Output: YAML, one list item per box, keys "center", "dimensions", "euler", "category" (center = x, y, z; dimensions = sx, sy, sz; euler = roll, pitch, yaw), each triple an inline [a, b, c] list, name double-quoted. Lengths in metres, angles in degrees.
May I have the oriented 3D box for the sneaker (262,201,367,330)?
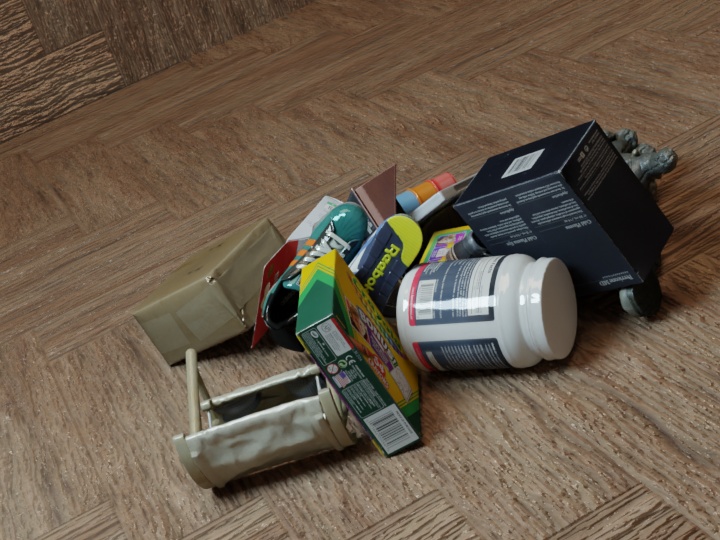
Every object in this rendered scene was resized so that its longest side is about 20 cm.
- center: [-0.058, 0.001, 1.663]
  dimensions: [0.201, 0.071, 0.080]
  euler: [-53, 9, 15]
  category: "sneaker"

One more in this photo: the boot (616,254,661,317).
- center: [0.322, 0.016, 1.655]
  dimensions: [0.130, 0.068, 0.200]
  euler: [-21, 21, 25]
  category: "boot"

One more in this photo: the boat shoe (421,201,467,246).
- center: [0.178, -0.086, 1.950]
  dimensions: [0.199, 0.073, 0.065]
  euler: [-28, 14, -14]
  category: "boat shoe"

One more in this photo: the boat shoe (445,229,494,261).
- center: [0.202, -0.030, 1.719]
  dimensions: [0.199, 0.068, 0.072]
  euler: [1, 50, -41]
  category: "boat shoe"

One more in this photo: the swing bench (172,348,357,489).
- center: [-0.114, 0.173, 1.582]
  dimensions: [0.197, 0.131, 0.201]
  euler: [-17, 30, 7]
  category: "swing bench"

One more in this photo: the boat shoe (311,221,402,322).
- center: [0.000, 0.000, 1.723]
  dimensions: [0.071, 0.060, 0.200]
  euler: [-28, 47, -28]
  category: "boat shoe"

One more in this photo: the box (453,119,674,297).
- center: [0.254, -0.067, 1.597]
  dimensions: [0.199, 0.182, 0.104]
  euler: [-15, 30, 52]
  category: "box"

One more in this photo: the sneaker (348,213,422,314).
- center: [0.015, 0.008, 1.650]
  dimensions: [0.200, 0.074, 0.082]
  euler: [-50, 7, 17]
  category: "sneaker"

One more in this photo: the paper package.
- center: [-0.213, 0.031, 1.907]
  dimensions: [0.199, 0.104, 0.191]
  euler: [-25, 16, 40]
  category: "paper package"

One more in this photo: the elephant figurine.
- center: [0.360, -0.124, 1.791]
  dimensions: [0.140, 0.157, 0.200]
  euler: [7, 20, 6]
  category: "elephant figurine"

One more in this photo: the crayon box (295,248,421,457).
- center: [0.000, 0.098, 1.546]
  dimensions: [0.058, 0.201, 0.173]
  euler: [-28, 23, 15]
  category: "crayon box"

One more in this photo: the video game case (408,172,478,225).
- center: [0.108, -0.092, 1.930]
  dimensions: [0.143, 0.018, 0.200]
  euler: [-37, -4, 28]
  category: "video game case"

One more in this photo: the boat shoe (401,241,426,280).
- center: [0.037, 0.021, 1.862]
  dimensions: [0.063, 0.073, 0.199]
  euler: [34, 54, 29]
  category: "boat shoe"

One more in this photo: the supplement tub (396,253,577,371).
- center: [0.158, 0.053, 1.591]
  dimensions: [0.198, 0.141, 0.141]
  euler: [-5, 29, 30]
  category: "supplement tub"

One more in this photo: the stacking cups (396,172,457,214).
- center: [0.069, -0.107, 2.075]
  dimensions: [0.199, 0.061, 0.060]
  euler: [-32, 27, -22]
  category: "stacking cups"

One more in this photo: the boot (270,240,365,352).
- center: [-0.002, 0.046, 1.764]
  dimensions: [0.187, 0.069, 0.200]
  euler: [10, 46, 33]
  category: "boot"

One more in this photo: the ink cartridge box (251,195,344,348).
- center: [-0.086, 0.009, 1.847]
  dimensions: [0.050, 0.162, 0.200]
  euler: [21, 40, 12]
  category: "ink cartridge box"

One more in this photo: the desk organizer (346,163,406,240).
- center: [0.028, -0.091, 1.890]
  dimensions: [0.077, 0.072, 0.200]
  euler: [-33, -4, -9]
  category: "desk organizer"

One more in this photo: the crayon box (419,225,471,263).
- center: [0.143, 0.007, 1.794]
  dimensions: [0.118, 0.059, 0.200]
  euler: [-9, 28, 24]
  category: "crayon box"
